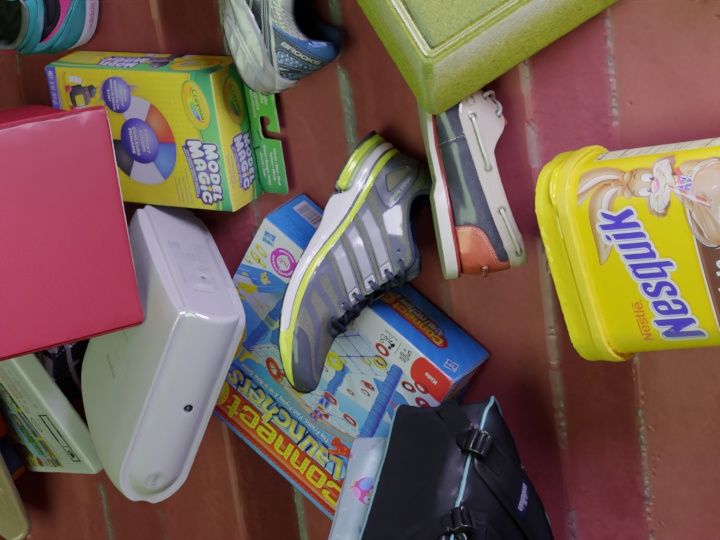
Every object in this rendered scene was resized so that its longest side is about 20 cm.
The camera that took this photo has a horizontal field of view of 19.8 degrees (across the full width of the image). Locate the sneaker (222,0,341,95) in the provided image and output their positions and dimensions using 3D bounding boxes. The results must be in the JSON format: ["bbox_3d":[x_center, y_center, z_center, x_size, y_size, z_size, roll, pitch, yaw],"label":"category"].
[{"bbox_3d":[-0.070,-0.233,1.518,0.085,0.077,0.201,-14,111,29],"label":"sneaker"}]

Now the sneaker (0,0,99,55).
[{"bbox_3d":[-0.268,-0.256,1.605,0.083,0.121,0.201,12,118,30],"label":"sneaker"}]

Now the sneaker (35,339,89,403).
[{"bbox_3d":[-0.280,0.020,1.783,0.080,0.074,0.201,20,122,29],"label":"sneaker"}]

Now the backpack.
[{"bbox_3d":[0.067,0.215,1.546,0.153,0.176,0.200,-13,134,28],"label":"backpack"}]

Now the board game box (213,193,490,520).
[{"bbox_3d":[-0.026,0.077,1.638,0.200,0.056,0.196,40,129,13],"label":"board game box"}]

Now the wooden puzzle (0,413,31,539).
[{"bbox_3d":[-0.379,0.137,1.901,0.185,0.046,0.201,27,143,31],"label":"wooden puzzle"}]

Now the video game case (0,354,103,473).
[{"bbox_3d":[-0.311,0.093,1.810,0.200,0.023,0.182,55,155,-13],"label":"video game case"}]

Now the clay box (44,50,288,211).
[{"bbox_3d":[-0.154,-0.112,1.643,0.199,0.048,0.116,6,115,35],"label":"clay box"}]

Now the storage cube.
[{"bbox_3d":[-0.292,-0.027,1.606,0.171,0.179,0.201,8,110,62],"label":"storage cube"}]

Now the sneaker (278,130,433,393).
[{"bbox_3d":[0.000,0.000,1.524,0.081,0.074,0.201,22,86,13],"label":"sneaker"}]

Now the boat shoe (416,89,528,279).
[{"bbox_3d":[0.075,-0.095,1.478,0.062,0.071,0.201,-9,94,0],"label":"boat shoe"}]

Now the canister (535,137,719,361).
[{"bbox_3d":[0.233,-0.018,1.388,0.199,0.086,0.149,-6,109,36],"label":"canister"}]

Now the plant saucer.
[{"bbox_3d":[0.069,-0.233,1.381,0.199,0.048,0.201,-31,92,21],"label":"plant saucer"}]

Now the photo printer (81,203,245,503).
[{"bbox_3d":[-0.165,0.072,1.655,0.201,0.069,0.167,-67,30,28],"label":"photo printer"}]
